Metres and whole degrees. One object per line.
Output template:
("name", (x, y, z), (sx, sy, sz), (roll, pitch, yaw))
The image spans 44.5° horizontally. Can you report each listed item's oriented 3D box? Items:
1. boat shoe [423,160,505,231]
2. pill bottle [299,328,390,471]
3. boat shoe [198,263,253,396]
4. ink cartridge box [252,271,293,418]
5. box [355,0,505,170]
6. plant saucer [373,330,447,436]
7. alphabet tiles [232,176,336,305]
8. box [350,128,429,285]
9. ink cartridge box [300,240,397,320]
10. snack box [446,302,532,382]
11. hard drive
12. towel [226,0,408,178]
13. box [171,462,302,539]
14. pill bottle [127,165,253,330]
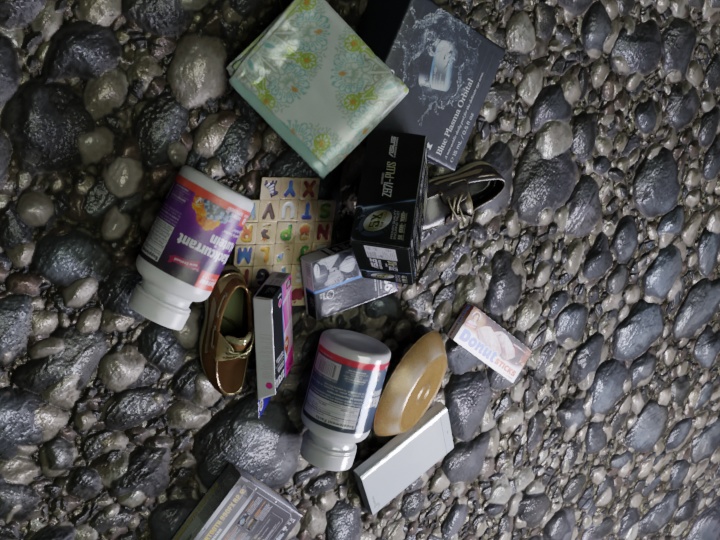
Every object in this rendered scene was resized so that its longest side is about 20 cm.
("boat shoe", (0.154, -0.120, 1.442), (0.199, 0.073, 0.075), (-33, 122, -20))
("pill bottle", (-0.031, 0.207, 1.408), (0.118, 0.119, 0.203), (7, 104, -35))
("boat shoe", (-0.192, 0.095, 1.284), (0.075, 0.074, 0.203), (-13, 118, -29))
("ink cartridge box", (-0.130, 0.113, 1.322), (0.036, 0.095, 0.203), (7, 114, 10))
("box", (0.080, -0.282, 1.307), (0.198, 0.117, 0.199), (20, 95, -36))
("plant saucer", (0.094, 0.199, 1.484), (0.200, 0.035, 0.202), (-45, 151, -33))
("alphabet tiles", (-0.115, -0.041, 1.331), (0.164, 0.006, 0.204), (-3, 109, -34))
("box", (0.047, -0.086, 1.276), (0.200, 0.084, 0.167), (69, 30, -75))
("ink cartridge box", (0.000, 0.000, 1.399), (0.198, 0.039, 0.101), (-21, 117, -30))
("snack box", (0.240, 0.135, 1.623), (0.199, 0.024, 0.072), (36, 87, -38))
("hard drive", (0.081, 0.335, 1.570), (0.199, 0.027, 0.133), (-35, 138, -19))
("towel", (-0.061, -0.254, 1.189), (0.171, 0.048, 0.200), (-44, 91, 5))
("box", (-0.210, 0.432, 1.413), (0.158, 0.048, 0.201), (42, 82, -36))
("pill bottle", (-0.234, -0.028, 1.190), (0.111, 0.111, 0.202), (25, 92, -37))
